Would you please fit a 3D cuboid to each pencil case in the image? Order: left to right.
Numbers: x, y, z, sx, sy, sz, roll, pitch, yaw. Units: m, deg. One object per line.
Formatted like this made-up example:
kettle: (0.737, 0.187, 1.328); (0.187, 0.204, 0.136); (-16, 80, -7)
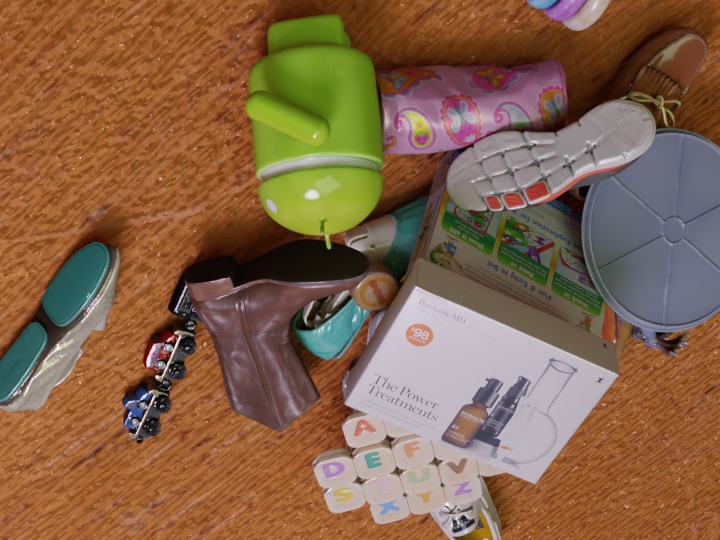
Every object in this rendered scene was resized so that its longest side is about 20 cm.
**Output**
pencil case: (0.100, -0.155, 1.188); (0.199, 0.087, 0.088); (-6, 114, -15)

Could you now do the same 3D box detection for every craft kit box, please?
craft kit box: (0.147, 0.001, 1.196); (0.199, 0.198, 0.049); (29, 139, -13)

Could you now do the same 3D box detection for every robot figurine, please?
robot figurine: (-0.039, -0.123, 1.111); (0.115, 0.175, 0.201); (-6, 81, 5)

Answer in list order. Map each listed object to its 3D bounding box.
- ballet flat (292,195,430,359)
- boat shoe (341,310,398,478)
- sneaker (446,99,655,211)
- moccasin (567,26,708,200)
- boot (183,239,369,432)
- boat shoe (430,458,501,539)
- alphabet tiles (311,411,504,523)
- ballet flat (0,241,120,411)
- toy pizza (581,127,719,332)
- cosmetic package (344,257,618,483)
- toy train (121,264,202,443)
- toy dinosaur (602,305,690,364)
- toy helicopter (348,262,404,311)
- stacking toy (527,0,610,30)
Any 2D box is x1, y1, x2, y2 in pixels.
ballet flat: (0.000, 0.000, 1.232); (0.070, 0.067, 0.200); (29, 104, -33)
boat shoe: (0.013, 0.131, 1.295); (0.068, 0.072, 0.201); (7, 109, 25)
sneaker: (0.181, -0.094, 1.169); (0.199, 0.082, 0.077); (-15, 73, 10)
moccasin: (0.272, -0.155, 1.239); (0.201, 0.078, 0.074); (-45, 117, 6)
boot: (-0.061, 0.071, 1.202); (0.185, 0.064, 0.201); (-3, 126, 18)
boat shoe: (0.107, 0.254, 1.357); (0.071, 0.070, 0.200); (-21, 128, 9)
alphabet tiles: (0.056, 0.193, 1.243); (0.199, 0.015, 0.196); (-14, 137, 1)
ballet flat: (-0.281, 0.054, 1.190); (0.200, 0.067, 0.062); (-49, 144, 12)
toy pizza: (0.302, -0.040, 1.233); (0.199, 0.032, 0.201); (-1, 92, -20)
cosmetic package: (0.106, 0.093, 1.115); (0.199, 0.052, 0.151); (23, 122, -9)
toy train: (-0.192, 0.083, 1.234); (0.046, 0.034, 0.201); (20, 105, -19)
toy dinosaur: (0.274, 0.012, 1.313); (0.200, 0.105, 0.182); (-39, 100, 14)
toy helicopter: (0.066, 0.049, 1.226); (0.199, 0.079, 0.132); (24, 115, -31)
stacking toy: (0.136, -0.294, 1.142); (0.199, 0.085, 0.086); (19, 107, -18)
